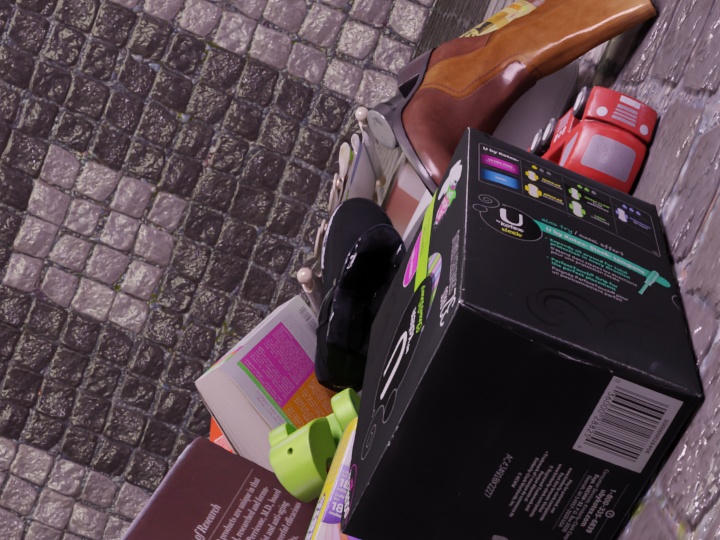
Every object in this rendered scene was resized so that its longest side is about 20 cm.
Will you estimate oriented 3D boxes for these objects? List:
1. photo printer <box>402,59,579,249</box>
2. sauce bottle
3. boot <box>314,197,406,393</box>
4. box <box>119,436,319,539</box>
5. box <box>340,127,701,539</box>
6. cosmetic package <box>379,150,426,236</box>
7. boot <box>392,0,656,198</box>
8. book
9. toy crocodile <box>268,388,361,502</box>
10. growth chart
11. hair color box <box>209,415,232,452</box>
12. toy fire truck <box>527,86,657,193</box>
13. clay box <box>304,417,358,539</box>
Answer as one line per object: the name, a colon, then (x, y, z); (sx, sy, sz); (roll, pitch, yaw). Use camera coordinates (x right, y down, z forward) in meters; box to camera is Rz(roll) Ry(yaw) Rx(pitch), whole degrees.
photo printer: (0.108, -0.093, 1.140); (0.200, 0.069, 0.166); (-61, 0, -23)
sauce bottle: (0.095, -0.176, 1.236); (0.200, 0.066, 0.066); (-34, -8, -21)
boot: (0.000, 0.001, 1.034); (0.200, 0.065, 0.166); (96, 178, -77)
box: (-0.073, 0.251, 0.925); (0.164, 0.199, 0.166); (-59, -7, -66)
box: (0.079, 0.044, 0.722); (0.200, 0.124, 0.149); (-81, 14, -62)
cosmetic package: (0.060, -0.024, 1.293); (0.087, 0.103, 0.201); (-96, 26, -80)
boot: (0.126, -0.138, 1.005); (0.199, 0.069, 0.189); (-25, 26, 19)
book: (-0.050, 0.104, 1.111); (0.048, 0.134, 0.200); (-33, 3, 20)
toy crocodile: (-0.011, 0.129, 0.969); (0.067, 0.062, 0.200); (-29, -17, 8)
growth chart: (-0.012, -0.044, 1.223); (0.145, 0.018, 0.201); (76, -153, -56)
hair color box: (-0.071, 0.159, 1.135); (0.061, 0.101, 0.200); (-33, 34, 22)
toy fire truck: (0.126, -0.029, 0.929); (0.200, 0.049, 0.142); (135, 156, -74)
clay box: (0.023, 0.175, 0.810); (0.048, 0.114, 0.201); (126, 165, -71)
